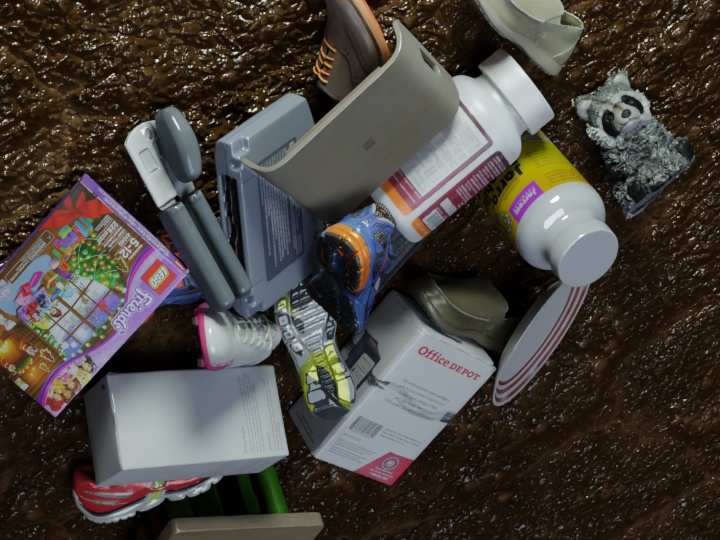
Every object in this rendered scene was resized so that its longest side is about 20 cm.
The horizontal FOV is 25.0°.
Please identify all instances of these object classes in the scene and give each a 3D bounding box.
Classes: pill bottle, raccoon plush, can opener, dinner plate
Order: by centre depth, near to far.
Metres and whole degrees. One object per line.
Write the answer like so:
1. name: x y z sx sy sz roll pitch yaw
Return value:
1. can opener: -0.163 -0.056 1.565 0.053 0.066 0.202 -36 107 -39
2. pill bottle: 0.097 -0.131 1.683 0.199 0.110 0.110 -40 137 4
3. pill bottle: 0.192 -0.072 1.727 0.103 0.200 0.105 -17 134 -19
4. raccoon plush: 0.288 -0.135 1.846 0.096 0.134 0.200 -35 171 -22
5. dinner plate: 0.212 0.074 1.946 0.200 0.024 0.201 -49 161 -22

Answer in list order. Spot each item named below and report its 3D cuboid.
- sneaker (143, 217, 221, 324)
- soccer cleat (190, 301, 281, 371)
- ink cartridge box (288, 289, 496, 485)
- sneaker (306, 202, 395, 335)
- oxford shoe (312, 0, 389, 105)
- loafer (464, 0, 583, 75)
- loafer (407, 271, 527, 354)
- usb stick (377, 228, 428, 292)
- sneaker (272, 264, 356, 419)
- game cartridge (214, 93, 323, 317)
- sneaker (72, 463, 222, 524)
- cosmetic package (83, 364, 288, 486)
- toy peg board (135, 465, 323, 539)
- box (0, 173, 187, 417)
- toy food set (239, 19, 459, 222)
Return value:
1. sneaker: -0.199 -0.005 1.636 0.199 0.075 0.079 -29 133 -9
2. soccer cleat: -0.126 0.065 1.680 0.085 0.071 0.200 -8 177 0
3. ink cartridge box: 0.038 0.138 1.895 0.144 0.085 0.200 26 111 -43
4. sneaker: 0.000 0.000 1.644 0.078 0.075 0.200 -41 168 -22
5. oxford shoe: -0.013 -0.207 1.581 0.072 0.072 0.201 -25 136 -5
6. loafer: 0.161 -0.268 1.638 0.068 0.076 0.199 -48 145 11
7. loafer: 0.125 0.037 1.877 0.068 0.076 0.199 -48 145 12
8. usb stick: 0.036 -0.031 1.789 0.055 0.033 0.200 32 106 -37
9. sneaker: -0.061 0.065 1.785 0.074 0.085 0.202 -16 112 -14
10. game cartridge: -0.087 -0.068 1.627 0.133 0.041 0.202 -35 135 -40
11. sneaker: -0.226 0.212 1.804 0.198 0.077 0.086 -25 130 -12
12. cosmetic package: -0.187 0.166 1.747 0.198 0.109 0.085 0 161 -30
13. toy peg board: -0.180 0.315 1.923 0.198 0.099 0.200 3 140 -33
14. box: -0.283 0.025 1.584 0.137 0.039 0.200 41 101 -12
15. toy food set: -0.007 -0.142 1.566 0.200 0.061 0.143 -42 149 7
